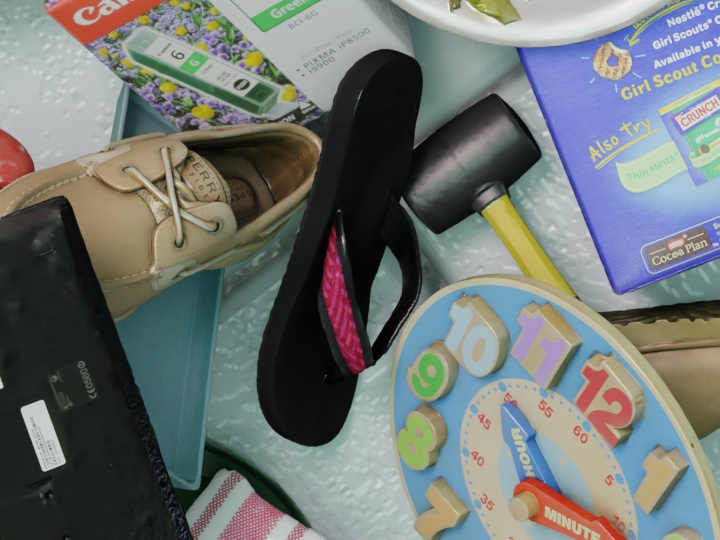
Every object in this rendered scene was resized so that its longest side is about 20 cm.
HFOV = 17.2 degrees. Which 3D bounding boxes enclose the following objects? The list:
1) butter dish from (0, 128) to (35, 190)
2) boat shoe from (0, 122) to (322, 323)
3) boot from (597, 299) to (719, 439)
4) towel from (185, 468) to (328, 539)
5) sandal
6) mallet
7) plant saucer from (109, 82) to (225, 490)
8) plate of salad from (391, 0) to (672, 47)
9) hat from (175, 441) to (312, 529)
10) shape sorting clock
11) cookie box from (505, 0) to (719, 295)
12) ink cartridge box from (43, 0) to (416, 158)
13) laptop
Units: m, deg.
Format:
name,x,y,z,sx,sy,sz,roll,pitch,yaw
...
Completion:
name,x,y,z,sx,sy,sz,roll,pitch,yaw
butter dish,-0.186,0.003,1.021,0.199,0.200,0.148,28,112,0
boat shoe,-0.086,-0.028,0.989,0.065,0.200,0.071,-35,85,33
boot,0.153,0.116,1.095,0.175,0.066,0.200,-4,97,17
towel,-0.018,0.194,1.052,0.200,0.030,0.146,34,60,1
sandal,0.000,0.000,1.057,0.045,0.075,0.200,27,121,24
mallet,0.078,0.016,1.057,0.066,0.041,0.200,-30,66,10
plant saucer,-0.091,0.003,1.037,0.019,0.200,0.070,-32,128,33
plate of salad,0.071,-0.193,0.989,0.200,0.048,0.200,1,98,5
hat,-0.120,0.170,1.060,0.200,0.176,0.166,-6,98,5
shape sorting clock,0.081,0.097,1.036,0.200,0.039,0.200,24,124,41
cookie box,0.155,-0.115,1.054,0.171,0.075,0.200,-21,96,7
ink cartridge box,-0.073,-0.131,1.011,0.109,0.050,0.200,-27,140,19
laptop,-0.187,0.080,0.937,0.200,0.103,0.177,-22,106,-13
